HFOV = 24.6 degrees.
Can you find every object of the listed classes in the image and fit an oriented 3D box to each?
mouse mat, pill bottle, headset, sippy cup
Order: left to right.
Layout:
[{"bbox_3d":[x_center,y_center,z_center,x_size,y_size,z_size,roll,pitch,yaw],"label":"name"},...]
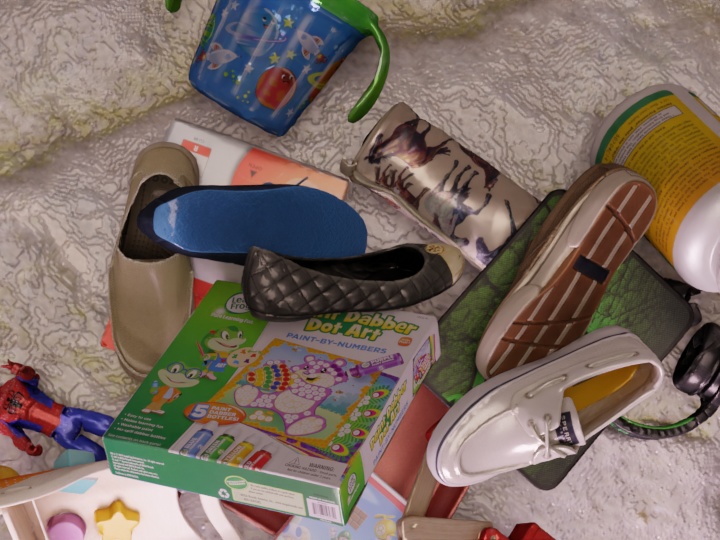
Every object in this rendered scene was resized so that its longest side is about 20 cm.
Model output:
[{"bbox_3d":[-0.074,-0.188,1.370,0.139,0.178,0.131,27,97,-43],"label":"sippy cup"},{"bbox_3d":[0.156,0.055,1.334,0.161,0.008,0.200,42,82,-1],"label":"mouse mat"},{"bbox_3d":[0.276,0.053,1.376,0.200,0.094,0.124,-41,88,-10],"label":"headset"},{"bbox_3d":[0.279,-0.054,1.329,0.112,0.113,0.200,-31,46,-4],"label":"pill bottle"}]

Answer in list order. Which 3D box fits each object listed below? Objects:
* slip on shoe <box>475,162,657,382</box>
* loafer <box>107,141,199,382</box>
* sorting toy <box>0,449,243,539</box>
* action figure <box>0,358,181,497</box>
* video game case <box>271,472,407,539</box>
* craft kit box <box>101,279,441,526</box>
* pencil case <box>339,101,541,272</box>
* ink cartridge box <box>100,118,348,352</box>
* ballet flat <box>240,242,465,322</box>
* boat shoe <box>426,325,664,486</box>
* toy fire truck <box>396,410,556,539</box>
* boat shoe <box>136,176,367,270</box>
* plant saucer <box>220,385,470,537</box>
[{"bbox_3d":[0.154,0.001,1.310,0.076,0.061,0.201,28,98,-37],"label":"slip on shoe"},{"bbox_3d":[-0.172,-0.003,1.345,0.075,0.068,0.202,4,99,3],"label":"loafer"},{"bbox_3d":[-0.188,0.211,1.315,0.179,0.107,0.201,-15,121,-4],"label":"sorting toy"},{"bbox_3d":[-0.235,0.130,1.349,0.199,0.099,0.066,23,84,2],"label":"action figure"},{"bbox_3d":[-0.021,0.269,1.345,0.143,0.017,0.200,41,84,-4],"label":"video game case"},{"bbox_3d":[-0.064,0.095,1.265,0.199,0.198,0.049,9,128,22],"label":"craft kit box"},{"bbox_3d":[0.080,-0.055,1.379,0.199,0.078,0.090,36,56,-3],"label":"pencil case"},{"bbox_3d":[-0.116,-0.008,1.387,0.161,0.050,0.201,19,82,0],"label":"ink cartridge box"},{"bbox_3d":[0.000,0.000,1.295,0.199,0.066,0.057,-9,113,-31],"label":"ballet flat"},{"bbox_3d":[0.146,0.113,1.280,0.199,0.070,0.071,-26,117,-12],"label":"boat shoe"},{"bbox_3d":[0.080,0.219,1.326,0.141,0.049,0.200,38,73,-4],"label":"toy fire truck"},{"bbox_3d":[-0.085,-0.042,1.316,0.199,0.068,0.085,14,84,-38],"label":"boat shoe"},{"bbox_3d":[-0.004,0.144,1.379,0.199,0.037,0.200,31,85,-4],"label":"plant saucer"}]
